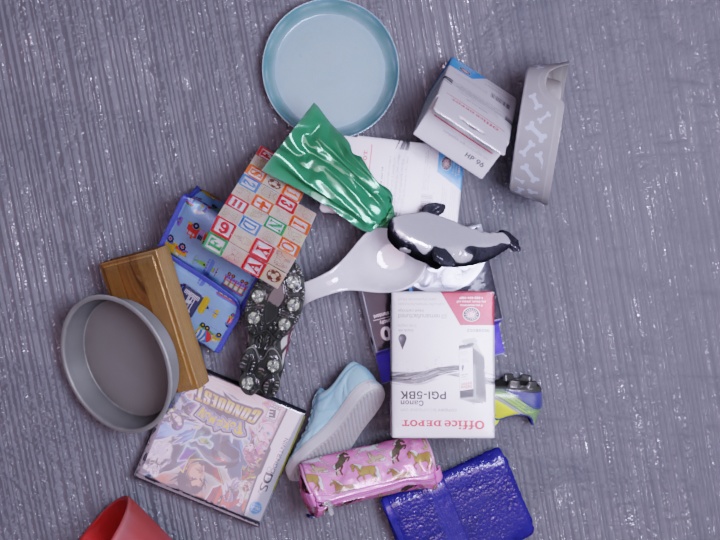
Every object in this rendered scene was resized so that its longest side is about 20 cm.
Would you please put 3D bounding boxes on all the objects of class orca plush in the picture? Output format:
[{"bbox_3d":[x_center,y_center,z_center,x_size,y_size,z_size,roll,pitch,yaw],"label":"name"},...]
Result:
[{"bbox_3d":[0.120,-0.036,1.341,0.199,0.071,0.106,-8,59,-32],"label":"orca plush"}]

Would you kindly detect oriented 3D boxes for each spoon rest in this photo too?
[{"bbox_3d":[0.000,0.000,1.349,0.199,0.061,0.100,-23,93,0],"label":"spoon rest"}]

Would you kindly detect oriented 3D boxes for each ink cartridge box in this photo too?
[{"bbox_3d":[0.143,-0.204,1.317,0.115,0.200,0.068,32,122,-6],"label":"ink cartridge box"},{"bbox_3d":[0.043,-0.128,1.384,0.198,0.068,0.117,6,91,-6],"label":"ink cartridge box"},{"bbox_3d":[0.103,0.051,1.407,0.196,0.043,0.202,-14,94,-4],"label":"ink cartridge box"},{"bbox_3d":[0.113,0.131,1.331,0.145,0.083,0.202,-1,85,2],"label":"ink cartridge box"}]

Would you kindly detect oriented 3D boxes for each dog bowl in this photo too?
[{"bbox_3d":[0.249,-0.194,1.341,0.058,0.200,0.202,8,91,10],"label":"dog bowl"}]

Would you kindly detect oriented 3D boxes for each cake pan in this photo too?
[{"bbox_3d":[-0.330,0.126,1.330,0.199,0.037,0.202,9,110,26],"label":"cake pan"}]

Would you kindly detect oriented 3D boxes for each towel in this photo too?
[{"bbox_3d":[0.143,0.361,1.420,0.199,0.050,0.149,-23,97,-2],"label":"towel"}]

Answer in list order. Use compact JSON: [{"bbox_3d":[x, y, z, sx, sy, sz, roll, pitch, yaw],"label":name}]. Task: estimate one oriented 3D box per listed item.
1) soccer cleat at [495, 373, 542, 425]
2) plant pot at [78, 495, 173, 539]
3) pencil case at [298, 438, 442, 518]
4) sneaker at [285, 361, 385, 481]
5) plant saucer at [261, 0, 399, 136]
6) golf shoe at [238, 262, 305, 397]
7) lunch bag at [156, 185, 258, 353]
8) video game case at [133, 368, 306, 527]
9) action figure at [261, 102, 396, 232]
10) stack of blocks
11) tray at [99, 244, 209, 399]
[{"bbox_3d":[0.169,0.195,1.408,0.198,0.065,0.085,1,101,-4],"label":"soccer cleat"},{"bbox_3d":[-0.312,0.443,1.321,0.177,0.200,0.201,39,88,-14],"label":"plant pot"},{"bbox_3d":[0.012,0.289,1.354,0.198,0.083,0.087,-11,64,-13],"label":"pencil case"},{"bbox_3d":[-0.046,0.218,1.398,0.200,0.082,0.074,-48,137,12],"label":"sneaker"},{"bbox_3d":[-0.043,-0.290,1.393,0.198,0.027,0.202,0,91,-5],"label":"plant saucer"},{"bbox_3d":[-0.127,0.076,1.350,0.077,0.088,0.202,16,102,-3],"label":"golf shoe"},{"bbox_3d":[-0.224,0.008,1.368,0.150,0.094,0.201,30,103,-3],"label":"lunch bag"},{"bbox_3d":[-0.203,0.252,1.397,0.199,0.026,0.182,23,90,-5],"label":"video game case"},{"bbox_3d":[-0.024,-0.119,1.316,0.200,0.055,0.118,39,84,-8],"label":"action figure"},{"bbox_3d":[-0.124,-0.077,1.308,0.115,0.201,0.059,29,125,-7],"label":"stack of blocks"},{"bbox_3d":[-0.288,0.074,1.340,0.098,0.037,0.202,-12,98,23],"label":"tray"}]
